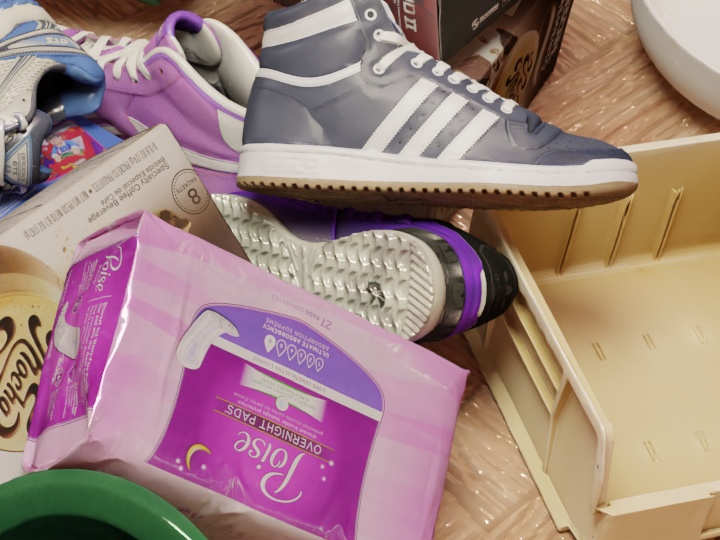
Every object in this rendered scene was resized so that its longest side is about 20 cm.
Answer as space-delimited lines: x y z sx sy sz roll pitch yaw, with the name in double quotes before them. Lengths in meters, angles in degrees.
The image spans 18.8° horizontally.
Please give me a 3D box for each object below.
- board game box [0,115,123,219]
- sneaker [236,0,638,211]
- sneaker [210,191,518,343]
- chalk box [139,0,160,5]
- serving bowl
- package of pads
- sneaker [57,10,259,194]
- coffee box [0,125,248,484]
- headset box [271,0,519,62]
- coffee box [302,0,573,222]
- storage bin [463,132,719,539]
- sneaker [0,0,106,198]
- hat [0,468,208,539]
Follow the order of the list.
"board game box" -0.215 -0.020 1.133 0.134 0.045 0.200 31 48 18
"sneaker" 0.040 -0.088 1.077 0.199 0.070 0.109 3 84 7
"sneaker" 0.000 0.001 1.117 0.099 0.070 0.200 -5 14 -41
"chalk box" -0.157 -0.246 1.263 0.125 0.124 0.200 16 23 -43
"serving bowl" 0.256 -0.144 1.332 0.199 0.066 0.200 7 46 -8
"package of pads" -0.048 0.068 0.985 0.200 0.076 0.121 27 61 -29
"sneaker" -0.122 -0.113 1.196 0.200 0.114 0.073 29 49 19
"coffee box" -0.149 0.032 1.028 0.200 0.080 0.113 -39 102 -38
"headset box" 0.022 -0.198 1.177 0.200 0.075 0.149 24 48 30
"coffee box" 0.051 -0.116 1.233 0.080 0.113 0.200 24 47 13
"storage bin" 0.172 0.034 1.123 0.199 0.094 0.199 -8 48 -19
"sneaker" -0.202 -0.071 1.103 0.085 0.077 0.200 32 49 14
"hat" -0.072 0.171 0.973 0.200 0.166 0.176 41 17 17
